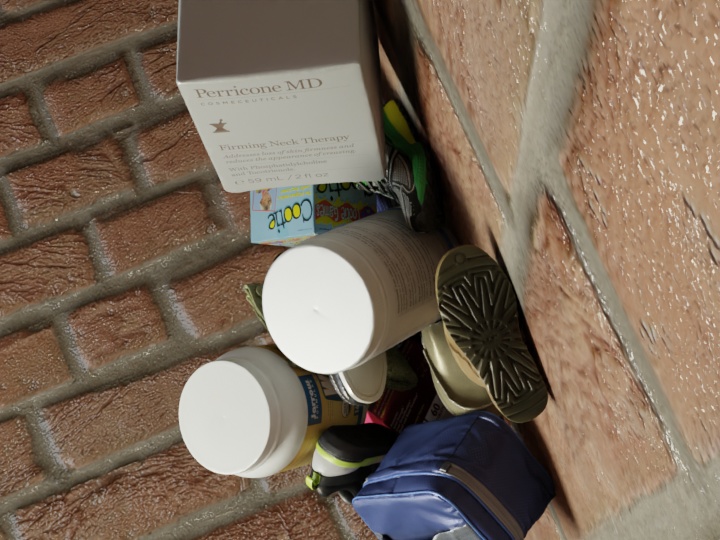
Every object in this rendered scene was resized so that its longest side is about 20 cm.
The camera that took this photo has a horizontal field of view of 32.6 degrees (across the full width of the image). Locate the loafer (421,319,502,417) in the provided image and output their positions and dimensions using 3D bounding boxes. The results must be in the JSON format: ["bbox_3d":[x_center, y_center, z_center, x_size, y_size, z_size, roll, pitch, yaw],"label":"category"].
[{"bbox_3d":[0.099,0.077,1.331,0.068,0.076,0.200,62,-176,-56],"label":"loafer"}]

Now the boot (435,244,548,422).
[{"bbox_3d":[0.105,0.050,1.160,0.200,0.066,0.176,-123,12,-81],"label":"boot"}]

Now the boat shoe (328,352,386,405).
[{"bbox_3d":[-0.028,0.064,1.311,0.074,0.060,0.200,15,-135,-42],"label":"boat shoe"}]

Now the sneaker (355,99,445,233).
[{"bbox_3d":[0.030,-0.096,1.257,0.200,0.085,0.078,-117,6,-52],"label":"sneaker"}]

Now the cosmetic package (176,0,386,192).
[{"bbox_3d":[-0.069,-0.197,1.160,0.200,0.167,0.167,73,-166,-63],"label":"cosmetic package"}]

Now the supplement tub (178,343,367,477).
[{"bbox_3d":[-0.096,0.155,1.392,0.200,0.144,0.145,-2,-113,-60],"label":"supplement tub"}]

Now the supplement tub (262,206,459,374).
[{"bbox_3d":[0.008,0.015,1.225,0.200,0.132,0.132,-22,-90,-58],"label":"supplement tub"}]

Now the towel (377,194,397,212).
[{"bbox_3d":[0.030,-0.060,1.501,0.200,0.024,0.145,-178,65,-86],"label":"towel"}]

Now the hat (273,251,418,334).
[{"bbox_3d":[0.000,0.000,1.479,0.200,0.081,0.201,26,-168,-6],"label":"hat"}]

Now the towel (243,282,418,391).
[{"bbox_3d":[-0.033,0.075,1.415,0.200,0.037,0.148,19,-158,-36],"label":"towel"}]

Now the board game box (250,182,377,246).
[{"bbox_3d":[-0.052,-0.131,1.364,0.103,0.105,0.201,5,-98,-47],"label":"board game box"}]

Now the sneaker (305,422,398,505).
[{"bbox_3d":[0.001,0.223,1.398,0.072,0.083,0.200,31,-171,36],"label":"sneaker"}]

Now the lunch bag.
[{"bbox_3d":[0.086,0.246,1.295,0.136,0.132,0.200,50,144,-12],"label":"lunch bag"}]

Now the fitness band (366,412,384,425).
[{"bbox_3d":[0.036,0.116,1.629,0.037,0.143,0.201,2,96,42],"label":"fitness band"}]

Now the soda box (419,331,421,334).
[{"bbox_3d":[0.108,0.137,1.545,0.071,0.063,0.200,42,-164,-41],"label":"soda box"}]

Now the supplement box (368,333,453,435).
[{"bbox_3d":[0.066,0.140,1.478,0.061,0.109,0.200,22,-174,-35],"label":"supplement box"}]

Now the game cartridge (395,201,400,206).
[{"bbox_3d":[0.058,-0.060,1.522,0.130,0.038,0.200,101,147,-76],"label":"game cartridge"}]
